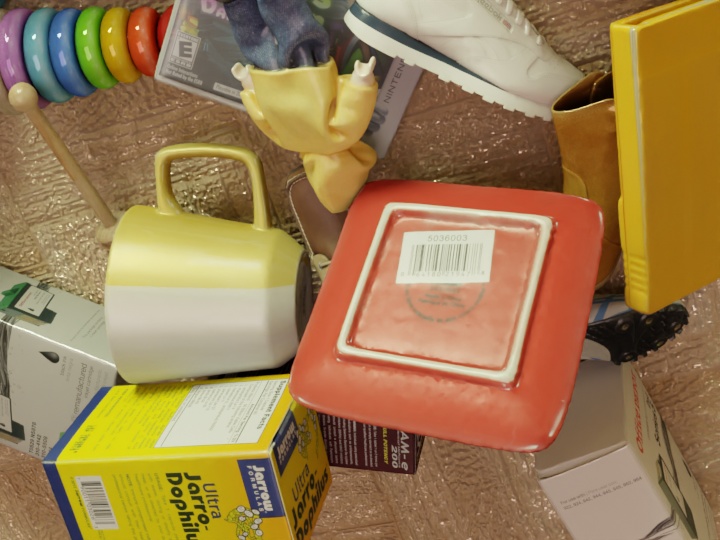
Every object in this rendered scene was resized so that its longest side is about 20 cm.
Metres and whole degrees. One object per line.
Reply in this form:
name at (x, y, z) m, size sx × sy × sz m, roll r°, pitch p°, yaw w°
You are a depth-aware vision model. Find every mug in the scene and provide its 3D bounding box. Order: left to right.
mug at (-0.122, 0.009, 0.798) m, size 0.149 × 0.151 × 0.189 m, roll 2°, pitch 133°, yaw 7°

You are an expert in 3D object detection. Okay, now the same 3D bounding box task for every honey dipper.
honey dipper at (-0.236, -0.078, 0.806) m, size 0.037 × 0.039 × 0.202 m, roll -7°, pitch 135°, yaw 16°

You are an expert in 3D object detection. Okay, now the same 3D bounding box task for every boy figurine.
boy figurine at (-0.035, -0.132, 0.698) m, size 0.122 × 0.065 × 0.202 m, roll 0°, pitch 133°, yaw 34°

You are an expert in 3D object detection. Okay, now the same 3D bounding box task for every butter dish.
butter dish at (0.075, 0.050, 0.702) m, size 0.196 × 0.203 × 0.149 m, roll 6°, pitch 149°, yaw 23°

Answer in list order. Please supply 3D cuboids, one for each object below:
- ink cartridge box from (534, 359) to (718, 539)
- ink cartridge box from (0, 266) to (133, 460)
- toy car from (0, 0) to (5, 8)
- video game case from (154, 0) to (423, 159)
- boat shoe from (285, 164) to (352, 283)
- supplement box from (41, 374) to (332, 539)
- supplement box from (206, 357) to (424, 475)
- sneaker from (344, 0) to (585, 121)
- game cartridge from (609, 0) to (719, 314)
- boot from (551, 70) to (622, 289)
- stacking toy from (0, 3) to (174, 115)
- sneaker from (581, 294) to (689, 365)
ink cartridge box at (0.231, 0.192, 0.807) m, size 0.083 × 0.146 × 0.202 m, roll -26°, pitch 109°, yaw 23°
ink cartridge box at (-0.319, 0.095, 0.923) m, size 0.196 × 0.085 × 0.149 m, roll 19°, pitch 118°, yaw 3°
toy car at (-0.409, -0.190, 0.738) m, size 0.181 × 0.201 × 0.180 m, roll 22°, pitch 119°, yaw 1°
video game case at (-0.037, -0.195, 0.716) m, size 0.196 × 0.024 × 0.184 m, roll 17°, pitch 119°, yaw -16°
boat shoe at (0.000, 0.000, 0.808) m, size 0.075 × 0.072 × 0.202 m, roll -28°, pitch 107°, yaw 24°
supplement box at (-0.136, 0.165, 0.778) m, size 0.195 × 0.109 × 0.112 m, roll -5°, pitch 114°, yaw 17°
supplement box at (-0.037, 0.119, 0.856) m, size 0.195 × 0.109 × 0.062 m, roll 3°, pitch 117°, yaw 13°
sneaker at (0.089, -0.175, 0.689) m, size 0.196 × 0.077 × 0.082 m, roll 19°, pitch 111°, yaw -17°
game cartridge at (0.249, -0.092, 0.669) m, size 0.174 × 0.032 × 0.204 m, roll -22°, pitch 118°, yaw -25°
boot at (0.169, -0.066, 0.719) m, size 0.199 × 0.071 × 0.144 m, roll -32°, pitch 125°, yaw 13°
stacking toy at (-0.206, -0.178, 0.770) m, size 0.195 × 0.086 × 0.087 m, roll -4°, pitch 116°, yaw 9°
sneaker at (0.174, 0.041, 0.796) m, size 0.195 × 0.074 × 0.073 m, roll -8°, pitch 139°, yaw 2°
